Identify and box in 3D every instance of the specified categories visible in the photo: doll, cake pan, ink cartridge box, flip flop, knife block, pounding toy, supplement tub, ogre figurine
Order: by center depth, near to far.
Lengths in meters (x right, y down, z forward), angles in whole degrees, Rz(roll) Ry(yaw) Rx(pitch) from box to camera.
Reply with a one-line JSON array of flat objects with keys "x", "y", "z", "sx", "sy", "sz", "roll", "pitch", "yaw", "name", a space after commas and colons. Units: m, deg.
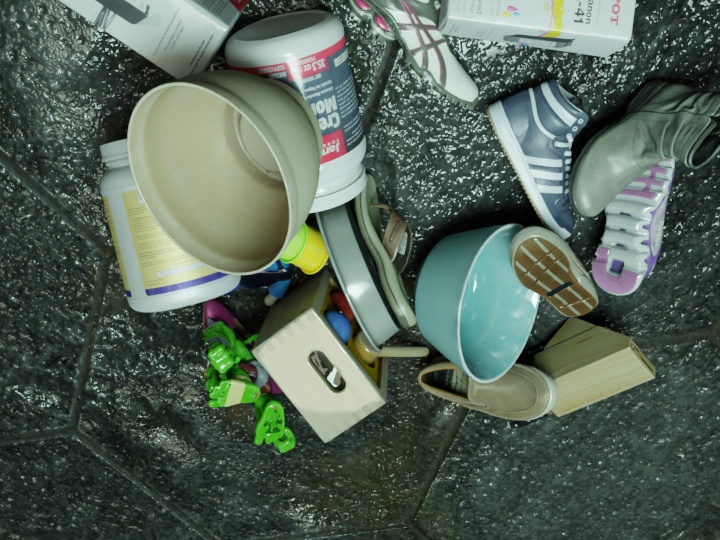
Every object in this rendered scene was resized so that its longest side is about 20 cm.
[{"x": 0.190, "y": -0.321, "z": 0.871, "sx": 0.196, "sy": 0.086, "sz": 0.151, "roll": 6, "pitch": 95, "yaw": 0, "name": "ink cartridge box"}, {"x": -0.233, "y": -0.306, "z": 0.886, "sx": 0.198, "sy": 0.145, "sz": 0.084, "roll": 33, "pitch": 116, "yaw": -15, "name": "ink cartridge box"}, {"x": -0.069, "y": -0.184, "z": 0.950, "sx": 0.137, "sy": 0.141, "sz": 0.203, "roll": -9, "pitch": 118, "yaw": 7, "name": "supplement tub"}, {"x": -0.235, "y": -0.064, "z": 1.001, "sx": 0.142, "sy": 0.146, "sz": 0.204, "roll": -10, "pitch": 100, "yaw": 8, "name": "supplement tub"}, {"x": 0.000, "y": 0.000, "z": 1.018, "sx": 0.036, "sy": 0.201, "sz": 0.203, "roll": -23, "pitch": 116, "yaw": 6, "name": "cake pan"}, {"x": 0.041, "y": -0.029, "z": 1.024, "sx": 0.057, "sy": 0.203, "sz": 0.081, "roll": -22, "pitch": 160, "yaw": 11, "name": "flip flop"}, {"x": -0.149, "y": 0.143, "z": 1.061, "sx": 0.098, "sy": 0.120, "sz": 0.199, "roll": -47, "pitch": 126, "yaw": 10, "name": "ogre figurine"}, {"x": -0.018, "y": 0.109, "z": 1.098, "sx": 0.141, "sy": 0.185, "sz": 0.201, "roll": -35, "pitch": 103, "yaw": 14, "name": "pounding toy"}, {"x": -0.147, "y": -0.005, "z": 1.105, "sx": 0.196, "sy": 0.049, "sz": 0.138, "roll": -14, "pitch": 121, "yaw": 13, "name": "doll"}, {"x": 0.277, "y": 0.156, "z": 1.111, "sx": 0.064, "sy": 0.200, "sz": 0.176, "roll": 42, "pitch": 83, "yaw": -20, "name": "knife block"}]

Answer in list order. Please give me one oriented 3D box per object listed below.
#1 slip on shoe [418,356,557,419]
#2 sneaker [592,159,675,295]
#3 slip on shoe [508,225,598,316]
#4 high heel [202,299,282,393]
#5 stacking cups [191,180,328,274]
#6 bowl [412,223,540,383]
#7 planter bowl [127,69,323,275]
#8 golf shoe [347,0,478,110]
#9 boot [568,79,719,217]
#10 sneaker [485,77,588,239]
[{"x": 0.168, "y": 0.156, "z": 1.110, "sx": 0.198, "sy": 0.060, "sz": 0.078, "roll": 12, "pitch": 97, "yaw": 41, "name": "slip on shoe"}, {"x": 0.355, "y": -0.071, "z": 1.039, "sx": 0.080, "sy": 0.088, "sz": 0.204, "roll": 20, "pitch": 105, "yaw": 40, "name": "sneaker"}, {"x": 0.244, "y": -0.009, "z": 1.040, "sx": 0.075, "sy": 0.061, "sz": 0.199, "roll": -29, "pitch": 139, "yaw": 27, "name": "slip on shoe"}, {"x": -0.149, "y": 0.103, "z": 1.141, "sx": 0.094, "sy": 0.068, "sz": 0.201, "roll": -5, "pitch": 143, "yaw": 14, "name": "high heel"}, {"x": -0.126, "y": -0.057, "z": 0.979, "sx": 0.198, "sy": 0.061, "sz": 0.061, "roll": 25, "pitch": 120, "yaw": -38, "name": "stacking cups"}, {"x": 0.140, "y": 0.031, "z": 1.052, "sx": 0.104, "sy": 0.200, "sz": 0.204, "roll": 16, "pitch": 128, "yaw": 38, "name": "bowl"}, {"x": -0.120, "y": -0.118, "z": 0.839, "sx": 0.197, "sy": 0.135, "sz": 0.203, "roll": 17, "pitch": 128, "yaw": 22, "name": "planter bowl"}, {"x": 0.077, "y": -0.269, "z": 0.937, "sx": 0.199, "sy": 0.078, "sz": 0.088, "roll": 40, "pitch": 106, "yaw": -19, "name": "golf shoe"}, {"x": 0.334, "y": -0.137, "z": 0.929, "sx": 0.068, "sy": 0.130, "sz": 0.201, "roll": 40, "pitch": 88, "yaw": -29, "name": "boot"}, {"x": 0.245, "y": -0.138, "z": 1.004, "sx": 0.107, "sy": 0.070, "sz": 0.202, "roll": -27, "pitch": 112, "yaw": 18, "name": "sneaker"}]
